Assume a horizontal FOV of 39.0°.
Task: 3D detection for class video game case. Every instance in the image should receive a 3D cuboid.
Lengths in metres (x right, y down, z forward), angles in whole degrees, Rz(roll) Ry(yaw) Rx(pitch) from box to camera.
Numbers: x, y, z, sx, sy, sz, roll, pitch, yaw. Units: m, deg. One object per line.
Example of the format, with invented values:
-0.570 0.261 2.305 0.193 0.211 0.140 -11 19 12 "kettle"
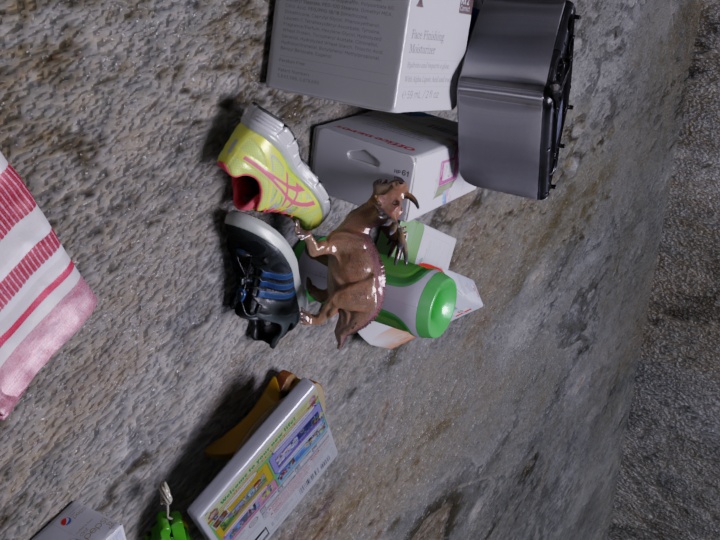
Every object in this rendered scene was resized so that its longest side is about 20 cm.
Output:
-0.108 0.245 1.192 0.200 0.022 0.183 -48 151 -23 "video game case"

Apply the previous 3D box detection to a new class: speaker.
0.013 0.018 1.228 0.088 0.199 0.089 -38 137 -47 "speaker"

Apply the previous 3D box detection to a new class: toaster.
0.189 -0.212 1.206 0.201 0.118 0.182 80 23 -52 "toaster"

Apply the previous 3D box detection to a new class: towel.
-0.299 0.014 0.837 0.145 0.023 0.201 -57 149 -30 "towel"

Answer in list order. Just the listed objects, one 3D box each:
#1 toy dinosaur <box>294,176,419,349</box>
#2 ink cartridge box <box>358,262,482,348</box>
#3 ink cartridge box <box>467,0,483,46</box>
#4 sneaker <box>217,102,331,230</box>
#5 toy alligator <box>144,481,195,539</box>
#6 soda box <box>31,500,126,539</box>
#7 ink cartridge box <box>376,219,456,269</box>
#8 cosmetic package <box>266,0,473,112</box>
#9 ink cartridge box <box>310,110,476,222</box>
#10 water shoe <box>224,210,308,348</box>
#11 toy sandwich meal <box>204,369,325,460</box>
0.000 0.000 1.145 0.086 0.134 0.202 -65 154 -77 "toy dinosaur"
0.063 0.051 1.395 0.200 0.161 0.051 12 54 -64 "ink cartridge box"
0.139 -0.336 1.261 0.094 0.044 0.202 -6 114 -59 "ink cartridge box"
-0.101 -0.093 1.108 0.090 0.078 0.200 -50 146 -12 "sneaker"
-0.215 0.304 1.128 0.054 0.059 0.201 -19 133 -8 "toy alligator"
-0.266 0.333 1.025 0.064 0.068 0.201 -42 139 -45 "soda box"
0.064 -0.019 1.457 0.200 0.059 0.105 17 90 -63 "ink cartridge box"
0.017 -0.286 1.105 0.165 0.164 0.202 -19 122 -59 "cosmetic package"
0.048 -0.139 1.269 0.200 0.144 0.085 -25 130 -55 "ink cartridge box"
-0.111 0.017 1.138 0.079 0.071 0.201 -57 148 -24 "water shoe"
-0.116 0.214 1.251 0.205 0.070 0.206 -41 147 -34 "toy sandwich meal"
